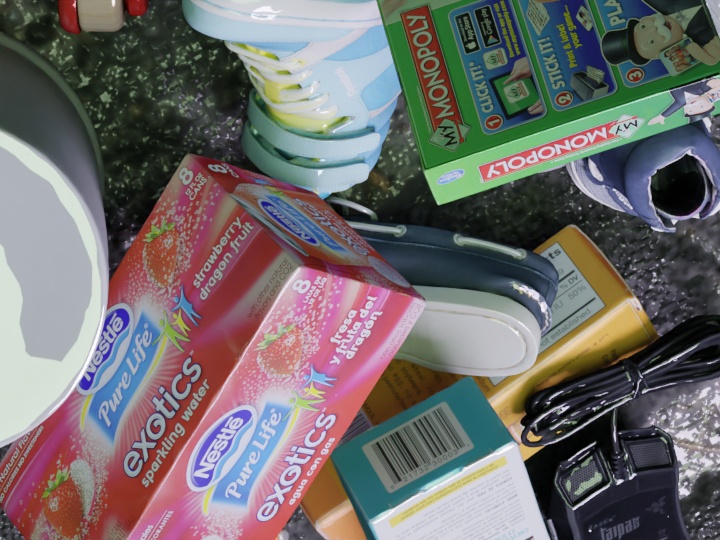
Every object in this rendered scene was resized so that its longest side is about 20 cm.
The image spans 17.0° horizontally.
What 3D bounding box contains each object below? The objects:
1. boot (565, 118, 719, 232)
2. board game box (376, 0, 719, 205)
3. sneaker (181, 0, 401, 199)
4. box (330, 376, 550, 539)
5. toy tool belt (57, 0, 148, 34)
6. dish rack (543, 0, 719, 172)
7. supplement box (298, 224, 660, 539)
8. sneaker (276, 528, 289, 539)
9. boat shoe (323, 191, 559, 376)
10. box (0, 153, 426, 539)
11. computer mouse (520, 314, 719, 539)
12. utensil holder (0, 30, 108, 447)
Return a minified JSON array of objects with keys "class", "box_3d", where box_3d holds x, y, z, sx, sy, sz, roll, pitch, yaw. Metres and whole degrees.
[{"class":"boot","box_3d":[0.139,-0.048,1.161,0.073,0.200,0.090,-28,65,7]},{"class":"board game box","box_3d":[0.072,-0.133,1.051,0.134,0.200,0.029,-18,145,6]},{"class":"sneaker","box_3d":[-0.031,-0.089,1.138,0.079,0.200,0.131,32,110,26]},{"class":"box","box_3d":[0.051,0.141,1.223,0.082,0.049,0.200,-28,142,-6]},{"class":"toy tool belt","box_3d":[-0.080,-0.207,1.121,0.123,0.125,0.201,1,106,-1]},{"class":"dish rack","box_3d":[0.133,-0.129,1.162,0.171,0.200,0.044,-26,66,1]},{"class":"supplement box","box_3d":[0.055,0.066,1.240,0.200,0.069,0.067,-34,143,2]},{"class":"sneaker","box_3d":[-0.077,0.152,1.254,0.077,0.078,0.201,-8,104,7]},{"class":"boat shoe","box_3d":[0.000,0.000,1.210,0.199,0.062,0.075,8,137,17]},{"class":"box","box_3d":[-0.075,0.059,1.130,0.095,0.100,0.200,16,112,-48]},{"class":"computer mouse","box_3d":[0.156,0.103,1.270,0.140,0.046,0.200,-25,131,-7]},{"class":"utensil holder","box_3d":[-0.198,-0.017,1.114,0.169,0.200,0.170,-3,107,-9]}]
